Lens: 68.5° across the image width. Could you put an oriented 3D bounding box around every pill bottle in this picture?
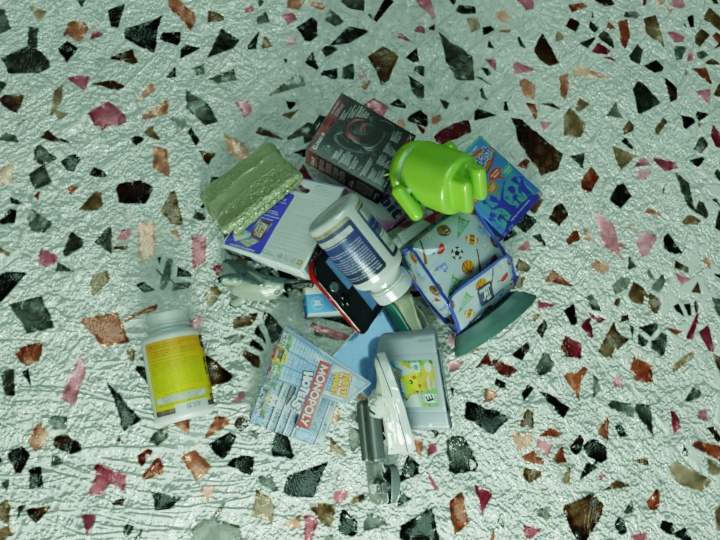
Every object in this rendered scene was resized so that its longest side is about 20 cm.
[{"bbox_3d":[0.006,-0.034,0.982,0.111,0.111,0.200,-45,108,-16],"label":"pill bottle"},{"bbox_3d":[-0.344,0.178,0.988,0.109,0.109,0.201,-12,80,-12],"label":"pill bottle"}]

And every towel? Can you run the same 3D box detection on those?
[{"bbox_3d":[-0.228,-0.171,1.089,0.200,0.037,0.148,-38,59,-8],"label":"towel"}]

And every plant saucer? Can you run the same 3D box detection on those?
[{"bbox_3d":[0.259,0.098,1.059,0.200,0.200,0.036,-37,85,-15],"label":"plant saucer"}]

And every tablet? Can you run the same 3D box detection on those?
[{"bbox_3d":[0.045,0.159,1.107,0.130,0.014,0.200,44,75,2],"label":"tablet"}]

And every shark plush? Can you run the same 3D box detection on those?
[{"bbox_3d":[-0.194,0.012,1.046,0.199,0.091,0.083,-4,47,21],"label":"shark plush"}]

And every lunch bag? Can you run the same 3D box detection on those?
[{"bbox_3d":[0.194,-0.003,1.029,0.170,0.124,0.200,-35,96,-14],"label":"lunch bag"}]

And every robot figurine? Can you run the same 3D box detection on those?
[{"bbox_3d":[0.138,-0.176,0.988,0.200,0.116,0.175,28,61,37],"label":"robot figurine"}]

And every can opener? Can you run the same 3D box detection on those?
[{"bbox_3d":[0.036,0.359,1.050,0.067,0.053,0.201,5,73,-41],"label":"can opener"}]

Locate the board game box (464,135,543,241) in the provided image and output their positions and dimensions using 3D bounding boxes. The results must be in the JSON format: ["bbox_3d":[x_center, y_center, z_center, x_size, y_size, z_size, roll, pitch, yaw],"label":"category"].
[{"bbox_3d":[0.294,-0.187,1.210,0.200,0.045,0.152,42,74,3],"label":"board game box"}]

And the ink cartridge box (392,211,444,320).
[{"bbox_3d":[0.180,-0.017,1.133,0.145,0.083,0.200,-30,84,-15],"label":"ink cartridge box"}]

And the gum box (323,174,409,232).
[{"bbox_3d":[0.028,-0.174,1.151,0.113,0.066,0.200,-40,86,-14],"label":"gum box"}]

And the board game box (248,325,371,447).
[{"bbox_3d":[-0.090,0.235,1.034,0.199,0.062,0.201,20,79,-2],"label":"board game box"}]

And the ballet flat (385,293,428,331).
[{"bbox_3d":[0.121,0.139,1.086,0.069,0.069,0.201,-22,86,-13],"label":"ballet flat"}]

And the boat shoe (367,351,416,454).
[{"bbox_3d":[0.048,0.256,1.008,0.070,0.071,0.201,-16,99,1],"label":"boat shoe"}]

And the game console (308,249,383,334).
[{"bbox_3d":[0.000,0.000,1.057,0.177,0.031,0.200,49,54,-15],"label":"game console"}]

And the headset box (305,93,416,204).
[{"bbox_3d":[-0.010,-0.255,1.090,0.200,0.075,0.149,29,75,-1],"label":"headset box"}]

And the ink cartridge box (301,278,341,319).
[{"bbox_3d":[-0.066,-0.007,1.098,0.116,0.067,0.201,-5,78,-11],"label":"ink cartridge box"}]

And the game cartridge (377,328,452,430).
[{"bbox_3d":[0.101,0.218,1.042,0.133,0.040,0.201,-8,95,27],"label":"game cartridge"}]

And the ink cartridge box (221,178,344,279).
[{"bbox_3d":[-0.151,-0.099,1.071,0.198,0.043,0.200,17,68,24],"label":"ink cartridge box"}]
